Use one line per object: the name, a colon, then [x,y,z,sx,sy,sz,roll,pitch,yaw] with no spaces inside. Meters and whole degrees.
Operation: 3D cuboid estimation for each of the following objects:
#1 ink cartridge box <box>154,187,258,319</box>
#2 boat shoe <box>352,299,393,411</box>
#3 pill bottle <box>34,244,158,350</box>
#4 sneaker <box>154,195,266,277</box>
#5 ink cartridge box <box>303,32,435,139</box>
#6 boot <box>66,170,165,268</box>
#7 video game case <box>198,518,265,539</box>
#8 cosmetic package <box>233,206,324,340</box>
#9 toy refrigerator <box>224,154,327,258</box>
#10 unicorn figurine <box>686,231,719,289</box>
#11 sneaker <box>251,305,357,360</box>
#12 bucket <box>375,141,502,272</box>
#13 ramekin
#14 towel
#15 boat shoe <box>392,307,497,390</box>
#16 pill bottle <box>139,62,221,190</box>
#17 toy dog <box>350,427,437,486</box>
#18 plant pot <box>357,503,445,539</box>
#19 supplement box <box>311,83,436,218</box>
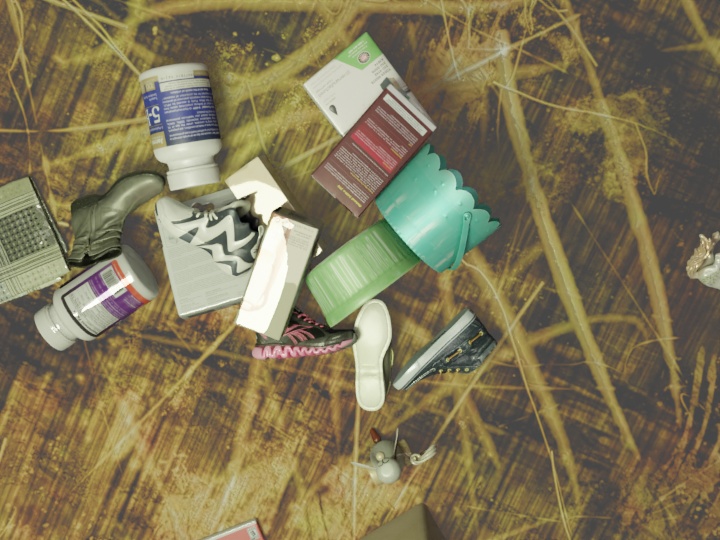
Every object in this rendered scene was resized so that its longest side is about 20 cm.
ink cartridge box: [-0.270,-0.030,1.468,0.161,0.057,0.202,-16,77,1]
boat shoe: [0.025,0.151,1.482,0.071,0.060,0.204,3,96,13]
pill bottle: [-0.467,0.053,1.428,0.199,0.111,0.112,-33,97,3]
sneaker: [-0.248,-0.095,1.390,0.199,0.079,0.130,39,111,7]
ink cartridge box: [0.017,-0.286,1.415,0.146,0.084,0.200,-39,96,4]
boot: [-0.417,-0.082,1.397,0.199,0.068,0.132,-22,59,16]
video game case: [-0.228,0.590,1.548,0.142,0.017,0.202,-21,97,0]
cosmetic package: [-0.137,0.002,1.373,0.087,0.103,0.202,20,99,-2]
toy refrigerator: [-0.148,-0.101,1.443,0.076,0.070,0.201,-34,96,9]
unicorn figurine: [0.689,0.017,1.487,0.199,0.074,0.138,27,105,10]
sneaker: [-0.104,0.108,1.457,0.198,0.079,0.096,-5,81,13]
bucket: [0.131,-0.104,1.387,0.135,0.207,0.207,-42,97,13]
ramekin: [0.000,0.000,1.398,0.199,0.200,0.098,-36,89,3]
towel: [-0.637,-0.047,1.456,0.198,0.035,0.194,-22,94,3]
boat shoe: [0.156,0.168,1.480,0.200,0.071,0.091,-43,92,1]
pill bottle: [-0.303,-0.245,1.393,0.118,0.120,0.202,-10,97,0]
toy dog: [0.044,0.327,1.455,0.131,0.200,0.097,-30,79,-23]
plant pot: [0.087,0.590,1.478,0.199,0.177,0.201,-30,97,3]
supplement box: [0.022,-0.199,1.355,0.109,0.061,0.200,42,96,-6]
